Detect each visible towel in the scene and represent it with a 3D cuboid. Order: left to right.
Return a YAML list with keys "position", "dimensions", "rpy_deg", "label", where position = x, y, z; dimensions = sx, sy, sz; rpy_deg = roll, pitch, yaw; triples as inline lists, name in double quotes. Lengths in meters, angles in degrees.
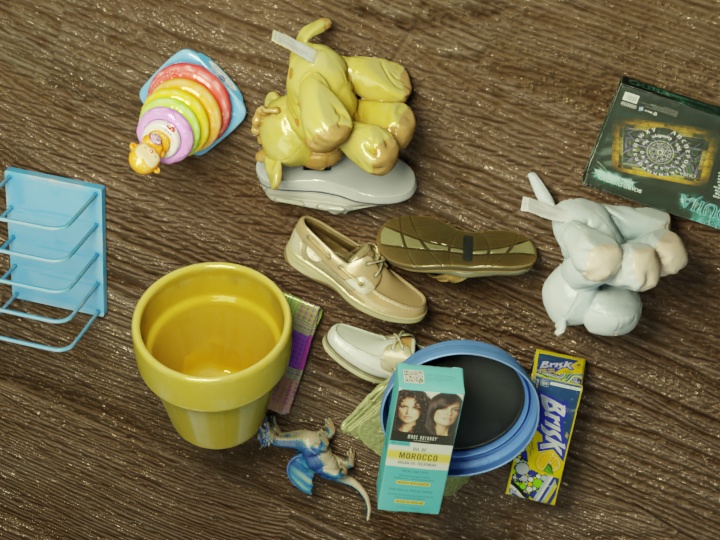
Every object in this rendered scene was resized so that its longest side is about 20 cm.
- position: [-0.140, 0.101, 1.733]
  dimensions: [0.143, 0.023, 0.201]
  rpy_deg: [22, 122, 3]
  label: "towel"
- position: [0.089, 0.208, 1.661]
  dimensions: [0.200, 0.037, 0.148]
  rpy_deg: [36, 118, -22]
  label: "towel"

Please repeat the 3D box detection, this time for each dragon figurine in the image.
- position: [-0.065, 0.272, 1.789]
  dimensions: [0.099, 0.059, 0.200]
  rpy_deg: [-27, 109, 27]
  label: "dragon figurine"

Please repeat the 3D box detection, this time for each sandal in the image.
- position: [0.117, -0.017, 1.572]
  dimensions: [0.199, 0.081, 0.054]
  rpy_deg: [7, 143, 7]
  label: "sandal"

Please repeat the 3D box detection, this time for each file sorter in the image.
- position: [-0.425, -0.011, 1.687]
  dimensions: [0.138, 0.123, 0.201]
  rpy_deg: [12, 122, 9]
  label: "file sorter"

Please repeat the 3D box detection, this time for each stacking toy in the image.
- position: [-0.224, -0.167, 1.494]
  dimensions: [0.110, 0.200, 0.116]
  rpy_deg: [-36, 104, 30]
  label: "stacking toy"

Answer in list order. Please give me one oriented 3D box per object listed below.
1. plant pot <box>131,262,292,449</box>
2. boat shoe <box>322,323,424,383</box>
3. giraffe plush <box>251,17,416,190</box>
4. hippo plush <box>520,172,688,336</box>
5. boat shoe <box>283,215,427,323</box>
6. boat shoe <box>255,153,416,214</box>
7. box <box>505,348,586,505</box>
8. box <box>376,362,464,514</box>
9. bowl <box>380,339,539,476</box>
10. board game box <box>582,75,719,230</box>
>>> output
- position: [-0.188, 0.123, 1.645]
  dimensions: [0.199, 0.201, 0.190]
  rpy_deg: [12, 137, 8]
  label: "plant pot"
- position: [0.050, 0.112, 1.662]
  dimensions: [0.199, 0.075, 0.069]
  rpy_deg: [25, 122, -12]
  label: "boat shoe"
- position: [-0.054, -0.173, 1.483]
  dimensions: [0.200, 0.173, 0.162]
  rpy_deg: [37, 137, -9]
  label: "giraffe plush"
- position: [0.267, 0.010, 1.487]
  dimensions: [0.199, 0.160, 0.162]
  rpy_deg: [15, 122, 6]
  label: "hippo plush"
- position: [0.000, 0.000, 1.606]
  dimensions: [0.199, 0.071, 0.065]
  rpy_deg: [27, 124, 0]
  label: "boat shoe"
- position: [-0.028, -0.103, 1.565]
  dimensions: [0.198, 0.071, 0.070]
  rpy_deg: [3, 148, 9]
  label: "boat shoe"
- position: [0.242, 0.206, 1.664]
  dimensions: [0.070, 0.064, 0.201]
  rpy_deg: [12, 122, 8]
  label: "box"
- position: [0.072, 0.208, 1.562]
  dimensions: [0.082, 0.049, 0.201]
  rpy_deg: [5, 124, -4]
  label: "box"
- position: [0.123, 0.171, 1.591]
  dimensions: [0.199, 0.039, 0.202]
  rpy_deg: [0, 124, 0]
  label: "bowl"
- position: [0.369, -0.128, 1.456]
  dimensions: [0.199, 0.028, 0.136]
  rpy_deg: [19, 123, 3]
  label: "board game box"
